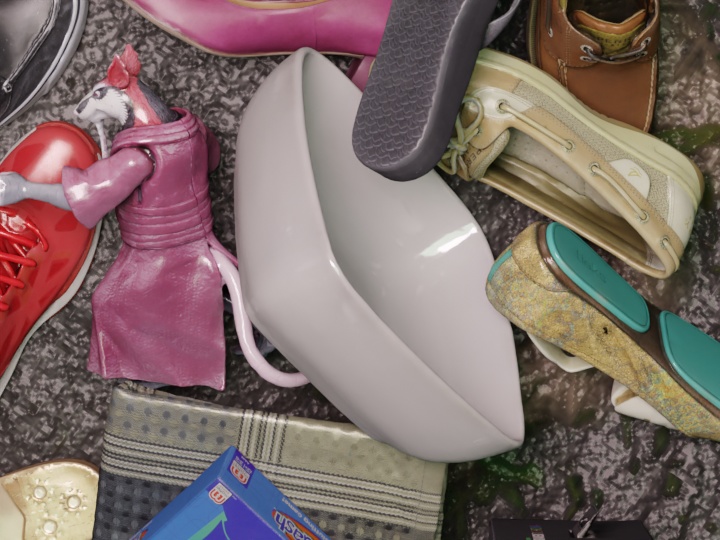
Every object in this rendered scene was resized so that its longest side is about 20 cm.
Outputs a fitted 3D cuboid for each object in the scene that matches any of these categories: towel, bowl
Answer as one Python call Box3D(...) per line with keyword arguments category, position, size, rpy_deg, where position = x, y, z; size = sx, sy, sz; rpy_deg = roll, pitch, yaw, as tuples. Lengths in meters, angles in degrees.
Box3D(category="towel", position=(-0.053, 0.160, 1.527), size=(0.200, 0.035, 0.193), rpy_deg=(10, 113, 5))
Box3D(category="bowl", position=(0.000, 0.000, 1.460), size=(0.075, 0.200, 0.200), rpy_deg=(-29, 129, 20))

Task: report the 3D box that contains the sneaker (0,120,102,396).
Box3D(category="sneaker", position=(-0.204, 0.010, 1.516), size=(0.078, 0.116, 0.200), rpy_deg=(23, 92, 1))

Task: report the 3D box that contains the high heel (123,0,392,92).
Box3D(category="high heel", position=(-0.045, -0.159, 1.527), size=(0.200, 0.067, 0.096), rpy_deg=(22, 101, -18))

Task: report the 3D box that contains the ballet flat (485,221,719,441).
Box3D(category="ballet flat", position=(0.150, 0.046, 1.526), size=(0.200, 0.071, 0.071), rpy_deg=(37, 92, -23))

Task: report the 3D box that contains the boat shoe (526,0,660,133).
Box3D(category="boat shoe", position=(0.129, -0.139, 1.489), size=(0.072, 0.068, 0.200), rpy_deg=(-15, 122, -3))

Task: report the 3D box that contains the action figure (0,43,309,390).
Box3D(category="action figure", position=(-0.108, -0.025, 1.487), size=(0.149, 0.134, 0.200), rpy_deg=(13, 125, 38))

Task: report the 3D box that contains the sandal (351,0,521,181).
Box3D(category="sandal", position=(0.052, -0.140, 1.446), size=(0.043, 0.076, 0.200), rpy_deg=(27, 85, -43))

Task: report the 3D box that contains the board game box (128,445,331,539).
Box3D(category="board game box", position=(-0.088, 0.216, 1.512), size=(0.152, 0.045, 0.200), rpy_deg=(43, 112, -9))

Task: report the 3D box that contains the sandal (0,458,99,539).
Box3D(category="sandal", position=(-0.244, 0.163, 1.542), size=(0.212, 0.070, 0.078), rpy_deg=(-24, 90, 2))

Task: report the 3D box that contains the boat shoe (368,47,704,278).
Box3D(category="boat shoe", position=(0.094, -0.062, 1.503), size=(0.201, 0.073, 0.063), rpy_deg=(27, 57, -10))

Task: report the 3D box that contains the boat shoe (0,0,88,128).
Box3D(category="boat shoe", position=(-0.234, -0.103, 1.537), size=(0.200, 0.068, 0.072), rpy_deg=(-42, 90, 0))

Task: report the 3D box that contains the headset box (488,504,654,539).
Box3D(category="headset box", position=(0.114, 0.229, 1.485), size=(0.093, 0.174, 0.200), rpy_deg=(1, 90, 2))
